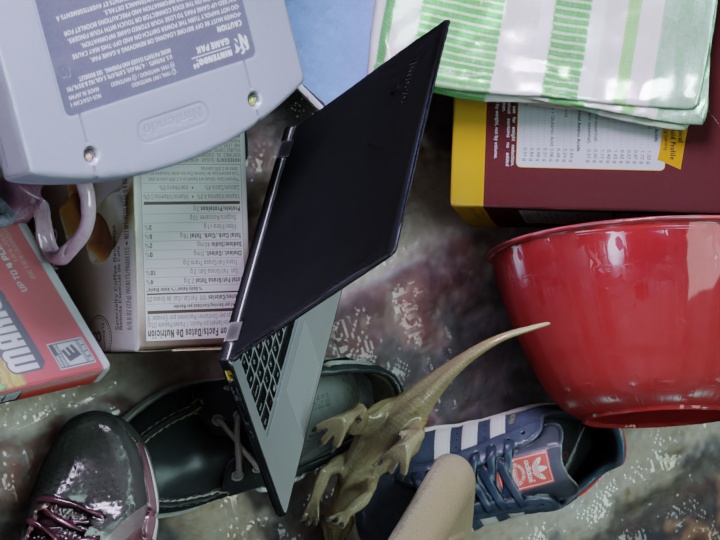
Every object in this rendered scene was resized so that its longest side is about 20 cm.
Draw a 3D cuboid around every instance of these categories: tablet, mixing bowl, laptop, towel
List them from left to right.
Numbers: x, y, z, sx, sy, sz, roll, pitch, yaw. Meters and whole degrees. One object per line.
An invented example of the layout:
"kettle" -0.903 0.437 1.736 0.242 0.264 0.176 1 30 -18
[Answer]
"laptop" 0.000 0.000 1.490 0.188 0.115 0.201 -75 157 -44
"tablet" 0.025 -0.186 1.599 0.200 0.014 0.130 -45 82 2
"towel" 0.109 -0.168 1.571 0.199 0.023 0.154 7 90 3
"mixing bowl" 0.179 0.037 1.648 0.199 0.200 0.109 5 77 -36

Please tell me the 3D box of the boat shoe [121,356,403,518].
"boat shoe" -0.063 0.093 1.580 0.199 0.060 0.076 -24 101 -35

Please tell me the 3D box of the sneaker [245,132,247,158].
"sneaker" -0.071 -0.154 1.571 0.082 0.070 0.201 -8 94 -20

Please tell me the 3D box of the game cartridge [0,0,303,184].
"game cartridge" -0.118 -0.119 1.412 0.199 0.041 0.134 -22 98 -42

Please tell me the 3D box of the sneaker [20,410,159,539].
"sneaker" -0.164 0.170 1.462 0.116 0.075 0.201 48 50 -75

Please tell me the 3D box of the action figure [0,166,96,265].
"action figure" -0.183 -0.126 1.445 0.148 0.134 0.201 23 61 -23

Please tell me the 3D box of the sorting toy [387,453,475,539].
"sorting toy" 0.024 0.234 1.583 0.185 0.036 0.201 -54 148 -55

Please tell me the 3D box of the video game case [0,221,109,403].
"video game case" -0.240 0.014 1.414 0.199 0.017 0.143 -12 62 -46

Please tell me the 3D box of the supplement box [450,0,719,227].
"supplement box" 0.162 -0.128 1.651 0.199 0.133 0.199 2 86 7

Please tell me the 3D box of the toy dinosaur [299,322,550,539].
"toy dinosaur" 0.018 0.092 1.569 0.058 0.200 0.101 42 21 9

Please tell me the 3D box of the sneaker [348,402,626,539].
"sneaker" 0.081 0.126 1.672 0.199 0.084 0.075 -22 101 -35

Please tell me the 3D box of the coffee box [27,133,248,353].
"coffee box" -0.126 -0.055 1.508 0.079 0.114 0.201 -2 90 -38
